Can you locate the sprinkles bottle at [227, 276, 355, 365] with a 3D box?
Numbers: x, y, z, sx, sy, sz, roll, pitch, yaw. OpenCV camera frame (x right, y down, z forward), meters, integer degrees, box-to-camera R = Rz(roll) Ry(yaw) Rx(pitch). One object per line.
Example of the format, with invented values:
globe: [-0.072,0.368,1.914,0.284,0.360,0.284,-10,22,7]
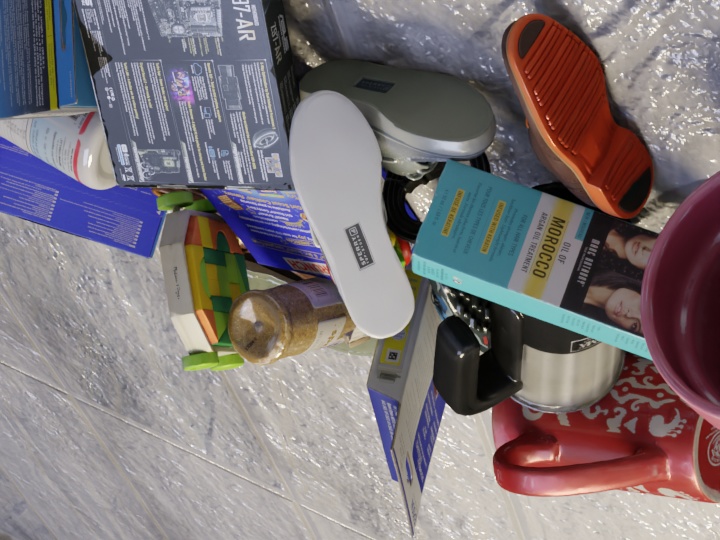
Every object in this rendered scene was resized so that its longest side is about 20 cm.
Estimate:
sprinkles bottle: [-0.038,0.038,1.841,0.068,0.069,0.200,20,-163,30]

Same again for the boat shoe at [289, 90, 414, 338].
boat shoe: [-0.010,-0.047,1.575,0.068,0.071,0.201,-133,21,-71]

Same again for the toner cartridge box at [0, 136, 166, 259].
toner cartridge box: [-0.283,-0.086,1.957,0.199,0.096,0.043,18,-175,-6]

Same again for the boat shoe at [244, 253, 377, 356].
boat shoe: [-0.057,0.018,1.987,0.200,0.061,0.072,25,138,1]

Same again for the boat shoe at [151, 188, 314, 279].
boat shoe: [-0.112,-0.044,1.924,0.200,0.068,0.072,37,158,-8]

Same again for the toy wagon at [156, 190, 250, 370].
toy wagon: [-0.133,0.012,1.828,0.039,0.156,0.200,-11,174,15]

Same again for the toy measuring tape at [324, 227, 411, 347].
toy measuring tape: [0.000,0.000,1.713,0.073,0.074,0.200,32,156,5]

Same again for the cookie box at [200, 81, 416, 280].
cookie box: [-0.061,-0.079,1.772,0.171,0.075,0.200,12,150,40]

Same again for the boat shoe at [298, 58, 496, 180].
boat shoe: [0.034,-0.112,1.575,0.200,0.070,0.072,21,143,44]

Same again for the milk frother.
milk frother: [0.119,-0.002,1.642,0.188,0.179,0.201,84,169,-62]

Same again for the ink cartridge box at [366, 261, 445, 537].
ink cartridge box: [0.043,0.114,1.859,0.047,0.201,0.198,11,152,14]

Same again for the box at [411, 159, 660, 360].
box: [0.143,-0.008,1.504,0.199,0.083,0.049,20,166,7]

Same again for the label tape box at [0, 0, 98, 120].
label tape box: [-0.248,-0.201,1.671,0.063,0.145,0.200,-4,-177,-30]

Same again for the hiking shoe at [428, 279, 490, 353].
hiking shoe: [0.087,0.021,1.764,0.086,0.075,0.200,18,157,37]

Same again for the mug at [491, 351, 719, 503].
mug: [0.221,0.148,1.730,0.199,0.178,0.134,7,147,40]

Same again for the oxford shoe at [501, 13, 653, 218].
oxford shoe: [0.138,-0.109,1.446,0.072,0.071,0.200,18,154,42]

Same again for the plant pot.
plant pot: [0.317,0.040,1.373,0.199,0.201,0.179,14,166,40]

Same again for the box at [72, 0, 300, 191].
box: [-0.133,-0.159,1.595,0.159,0.044,0.201,1,124,18]

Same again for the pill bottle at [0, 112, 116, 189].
pill bottle: [-0.294,-0.164,1.872,0.199,0.109,0.109,30,158,18]
